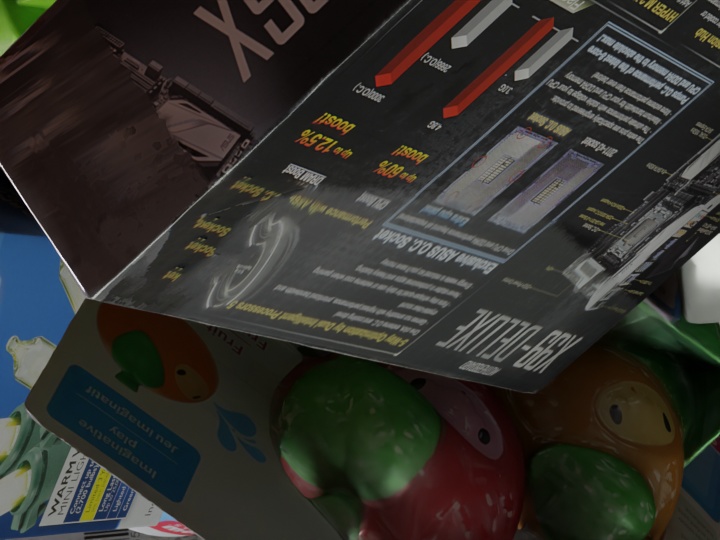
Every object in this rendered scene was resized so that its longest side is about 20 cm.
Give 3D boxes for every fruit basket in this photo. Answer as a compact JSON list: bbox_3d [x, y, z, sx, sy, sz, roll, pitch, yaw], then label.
[{"bbox_3d":[0.023,0.033,0.675,0.094,0.185,0.200,-48,-171,24],"label":"fruit basket"}]

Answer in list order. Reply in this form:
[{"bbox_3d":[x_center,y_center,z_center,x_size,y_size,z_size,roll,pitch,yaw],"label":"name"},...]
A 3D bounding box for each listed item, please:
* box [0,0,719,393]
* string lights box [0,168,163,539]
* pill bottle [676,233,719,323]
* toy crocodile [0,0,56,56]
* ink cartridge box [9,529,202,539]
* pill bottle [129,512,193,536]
[{"bbox_3d":[0.040,-0.050,0.537,0.158,0.050,0.200,-42,158,16],"label":"box"},{"bbox_3d":[-0.115,0.024,0.826,0.059,0.103,0.200,28,-169,25],"label":"string lights box"},{"bbox_3d":[0.172,-0.043,0.668,0.199,0.115,0.114,-7,170,6],"label":"pill bottle"},{"bbox_3d":[-0.028,-0.072,0.576,0.067,0.062,0.200,-12,173,28],"label":"toy crocodile"},{"bbox_3d":[-0.151,0.094,1.128,0.199,0.148,0.145,-3,169,-13],"label":"ink cartridge box"},{"bbox_3d":[-0.043,0.035,0.977,0.200,0.109,0.108,-16,166,43],"label":"pill bottle"}]
